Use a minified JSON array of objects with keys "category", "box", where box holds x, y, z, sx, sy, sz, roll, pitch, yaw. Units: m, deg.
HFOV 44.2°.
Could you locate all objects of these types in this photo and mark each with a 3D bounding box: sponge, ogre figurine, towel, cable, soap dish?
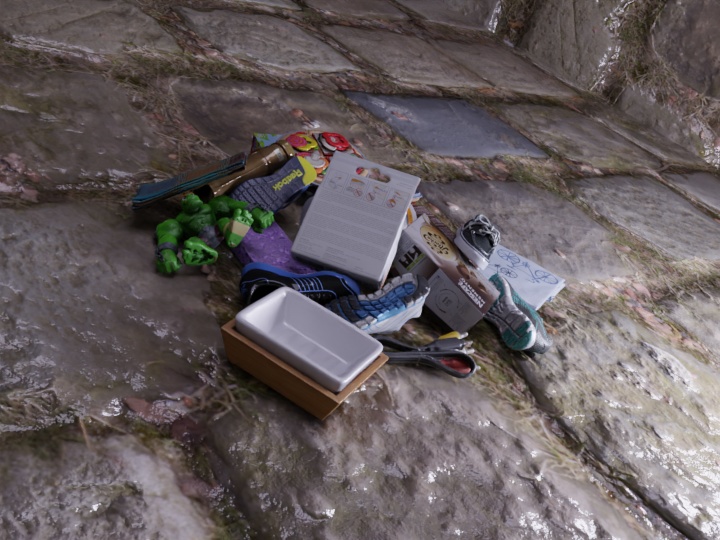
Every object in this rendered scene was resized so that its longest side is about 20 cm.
[{"category":"sponge","box":[-0.167,-0.040,1.530,0.111,0.030,0.200,0,35,-38]},{"category":"ogre figurine","box":[-0.255,-0.067,1.445,0.120,0.200,0.098,35,-15,44]},{"category":"towel","box":[-0.289,-0.156,1.508,0.199,0.022,0.147,-20,17,-1]},{"category":"cable","box":[0.103,0.142,1.418,0.199,0.050,0.097,-5,51,-20]},{"category":"soap dish","box":[-0.081,0.117,1.263,0.200,0.081,0.157,31,29,15]}]

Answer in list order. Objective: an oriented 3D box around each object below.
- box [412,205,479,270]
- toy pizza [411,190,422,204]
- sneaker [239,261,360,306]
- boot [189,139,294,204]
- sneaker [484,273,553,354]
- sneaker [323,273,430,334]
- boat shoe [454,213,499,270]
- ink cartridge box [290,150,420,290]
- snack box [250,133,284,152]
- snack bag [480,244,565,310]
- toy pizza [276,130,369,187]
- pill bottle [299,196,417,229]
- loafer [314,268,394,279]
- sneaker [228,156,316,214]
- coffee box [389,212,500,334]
[{"category":"box","box":[0.132,-0.047,1.713,0.100,0.075,0.200,-2,34,-39]},{"category":"toy pizza","box":[0.026,-0.146,1.803,0.199,0.032,0.200,1,10,0]},{"category":"sneaker","box":[-0.094,0.042,1.407,0.199,0.070,0.078,8,34,-12]},{"category":"boot","box":[-0.237,-0.169,1.644,0.200,0.175,0.066,-35,93,-35]},{"category":"sneaker","box":[0.282,0.085,1.609,0.091,0.078,0.200,24,27,-31]},{"category":"sneaker","box":[0.021,0.079,1.418,0.199,0.087,0.075,-18,48,-18]},{"category":"boat shoe","box":[0.220,-0.059,1.623,0.074,0.068,0.199,43,15,-3]},{"category":"ink cartridge box","box":[-0.007,-0.085,1.483,0.162,0.050,0.201,19,69,11]},{"category":"snack box","box":[-0.116,-0.232,1.863,0.199,0.053,0.142,-1,33,-25]},{"category":"snack bag","box":[0.307,0.011,1.790,0.188,0.021,0.200,30,28,16]},{"category":"toy pizza","box":[-0.075,-0.233,1.792,0.199,0.032,0.201,13,38,-10]},{"category":"pill bottle","box":[-0.003,-0.083,1.633,0.199,0.117,0.116,2,34,-34]},{"category":"loafer","box":[0.000,0.000,1.565,0.199,0.063,0.072,4,8,-37]},{"category":"sneaker","box":[-0.165,-0.134,1.604,0.200,0.082,0.074,-32,85,-39]},{"category":"coffee box","box":[0.137,0.010,1.541,0.200,0.080,0.113,47,30,3]}]
